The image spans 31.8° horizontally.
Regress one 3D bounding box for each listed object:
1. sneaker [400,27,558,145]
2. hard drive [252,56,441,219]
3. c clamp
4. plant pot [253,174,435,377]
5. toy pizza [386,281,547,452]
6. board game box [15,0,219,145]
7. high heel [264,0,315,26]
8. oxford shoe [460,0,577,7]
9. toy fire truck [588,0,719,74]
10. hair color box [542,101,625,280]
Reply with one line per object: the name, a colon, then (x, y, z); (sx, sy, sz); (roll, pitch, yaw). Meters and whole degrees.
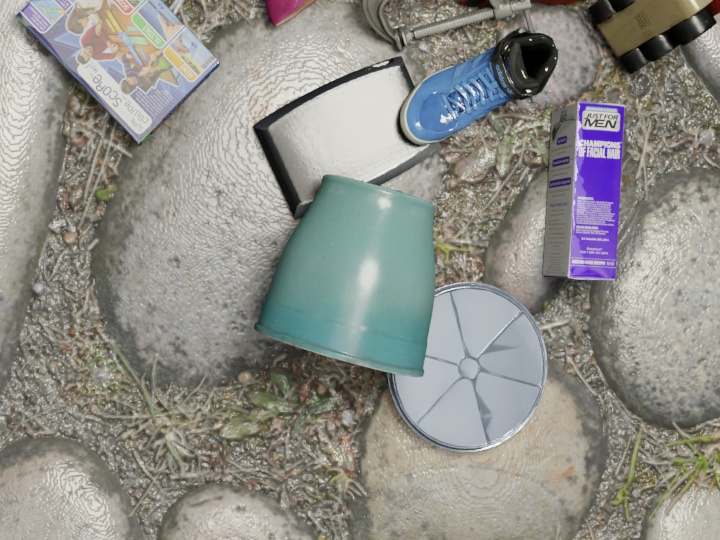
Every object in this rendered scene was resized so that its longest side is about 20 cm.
sneaker: (0.141, -0.214, 1.453); (0.198, 0.111, 0.078); (-29, 96, -21)
hard drive: (-0.013, -0.158, 1.488); (0.198, 0.042, 0.137); (-25, 94, -7)
c clamp: (0.103, -0.301, 1.469); (0.197, 0.171, 0.027); (-11, 61, 6)
plant pot: (0.000, 0.000, 1.411); (0.197, 0.200, 0.191); (16, 90, -8)
toy pizza: (0.127, 0.115, 1.517); (0.197, 0.032, 0.204); (0, 91, -9)
board game box: (-0.277, -0.264, 1.454); (0.135, 0.034, 0.200); (-44, 96, -4)
high heel: (-0.014, -0.336, 1.469); (0.196, 0.067, 0.098); (-3, 81, -3)
oxford shoe: (0.215, -0.358, 1.505); (0.196, 0.071, 0.074); (-3, 86, -7)
toy fire truck: (0.400, -0.324, 1.486); (0.199, 0.176, 0.129); (-37, 95, -20)
hair color box: (0.263, -0.091, 1.494); (0.064, 0.109, 0.204); (2, 91, -8)
